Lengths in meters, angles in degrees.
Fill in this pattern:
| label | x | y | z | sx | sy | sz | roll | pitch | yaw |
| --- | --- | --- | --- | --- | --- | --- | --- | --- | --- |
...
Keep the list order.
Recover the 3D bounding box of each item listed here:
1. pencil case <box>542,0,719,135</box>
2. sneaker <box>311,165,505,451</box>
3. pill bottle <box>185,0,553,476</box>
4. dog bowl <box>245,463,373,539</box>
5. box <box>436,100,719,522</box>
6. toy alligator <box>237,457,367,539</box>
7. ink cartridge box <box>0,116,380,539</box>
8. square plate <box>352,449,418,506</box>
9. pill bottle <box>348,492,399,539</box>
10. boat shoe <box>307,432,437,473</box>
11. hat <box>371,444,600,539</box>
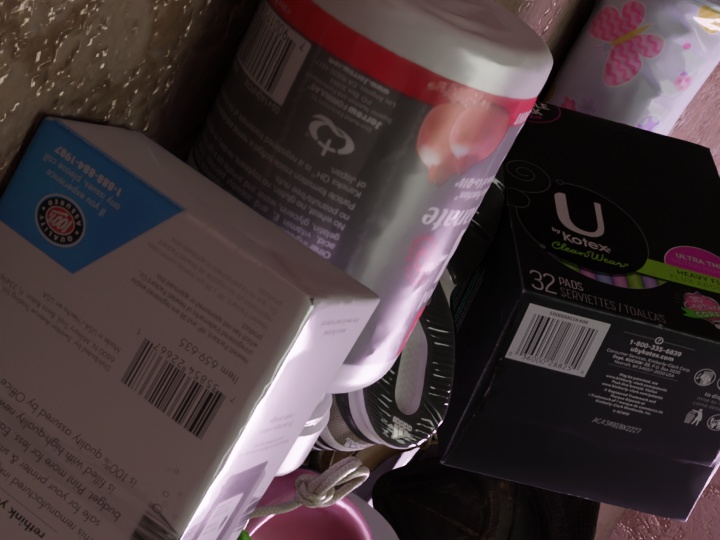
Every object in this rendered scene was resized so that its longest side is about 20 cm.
| label | x | y | z | sx | sy | sz | roll | pitch | yaw |
| --- | --- | --- | --- | --- | --- | --- | --- | --- | --- |
| pencil case | 0.164 | -0.104 | 0.995 | 0.083 | 0.091 | 0.200 | -26 | 145 | -58 |
| sneaker | 0.000 | 0.000 | 0.802 | 0.076 | 0.115 | 0.201 | 36 | 57 | -33 |
| pill bottle | -0.017 | -0.023 | 0.614 | 0.200 | 0.111 | 0.111 | -62 | 162 | 20 |
| dog bowl | -0.066 | 0.179 | 0.784 | 0.200 | 0.074 | 0.201 | -25 | 121 | -49 |
| box | 0.124 | 0.014 | 0.869 | 0.200 | 0.148 | 0.125 | -91 | -161 | -54 |
| toy alligator | -0.094 | 0.119 | 0.674 | 0.200 | 0.054 | 0.059 | -32 | 155 | -1 |
| ink cartridge box | -0.097 | 0.062 | 0.543 | 0.200 | 0.116 | 0.067 | -59 | 164 | 11 |
| square plate | 0.018 | 0.156 | 1.178 | 0.200 | 0.028 | 0.198 | -53 | 162 | -8 |
| pill bottle | -0.059 | 0.232 | 0.959 | 0.200 | 0.114 | 0.114 | -62 | 162 | 19 |
| boat shoe | 0.045 | 0.077 | 1.025 | 0.200 | 0.074 | 0.076 | -48 | 161 | -26 |
| hat | 0.057 | 0.169 | 1.032 | 0.081 | 0.201 | 0.201 | 31 | 93 | -38 |
